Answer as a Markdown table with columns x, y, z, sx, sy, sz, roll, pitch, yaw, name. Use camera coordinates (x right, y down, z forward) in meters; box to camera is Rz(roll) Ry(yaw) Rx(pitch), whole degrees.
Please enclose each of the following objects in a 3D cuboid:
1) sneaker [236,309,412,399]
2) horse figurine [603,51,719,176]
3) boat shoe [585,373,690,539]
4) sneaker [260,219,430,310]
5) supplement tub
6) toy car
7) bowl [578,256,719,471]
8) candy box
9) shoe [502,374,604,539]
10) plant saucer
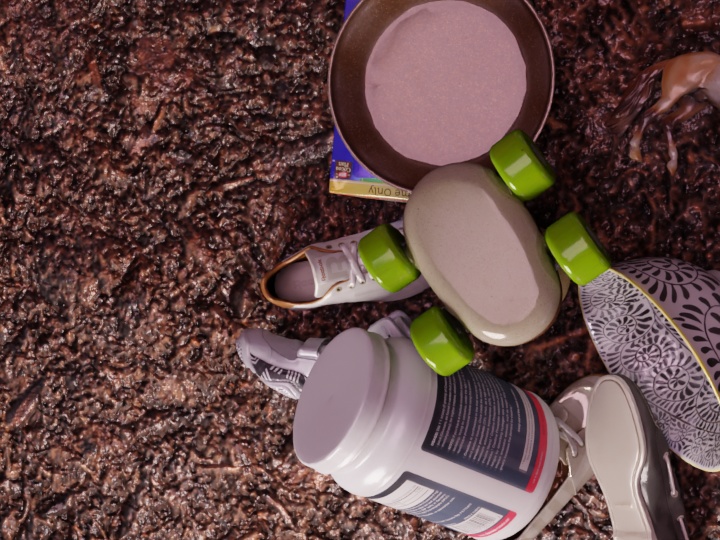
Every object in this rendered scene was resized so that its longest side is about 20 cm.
| x | y | z | sx | sy | sz | roll | pitch | yaw | name |
| --- | --- | --- | --- | --- | --- | --- | --- | --- | --- |
| -0.014 | 0.079 | 1.127 | 0.200 | 0.075 | 0.115 | 28 | 100 | 10 | sneaker |
| 0.313 | -0.140 | 1.021 | 0.200 | 0.050 | 0.133 | 16 | 84 | 23 | horse figurine |
| 0.248 | 0.182 | 1.045 | 0.067 | 0.057 | 0.200 | -3 | 102 | 51 | boat shoe |
| 0.000 | 0.000 | 1.113 | 0.200 | 0.085 | 0.073 | -18 | 85 | 16 | sneaker |
| 0.058 | 0.141 | 1.020 | 0.200 | 0.140 | 0.140 | 25 | 102 | -24 | supplement tub |
| 0.123 | -0.013 | 1.012 | 0.164 | 0.200 | 0.158 | -35 | 78 | 17 | toy car |
| 0.280 | 0.060 | 0.993 | 0.094 | 0.201 | 0.201 | -30 | 82 | -11 | bowl |
| 0.065 | -0.160 | 1.089 | 0.169 | 0.077 | 0.200 | 6 | 95 | 16 | candy box |
| 0.174 | 0.184 | 1.079 | 0.070 | 0.053 | 0.200 | 34 | 102 | 13 | shoe |
| 0.071 | -0.164 | 1.028 | 0.200 | 0.037 | 0.201 | 0 | 91 | 17 | plant saucer |
